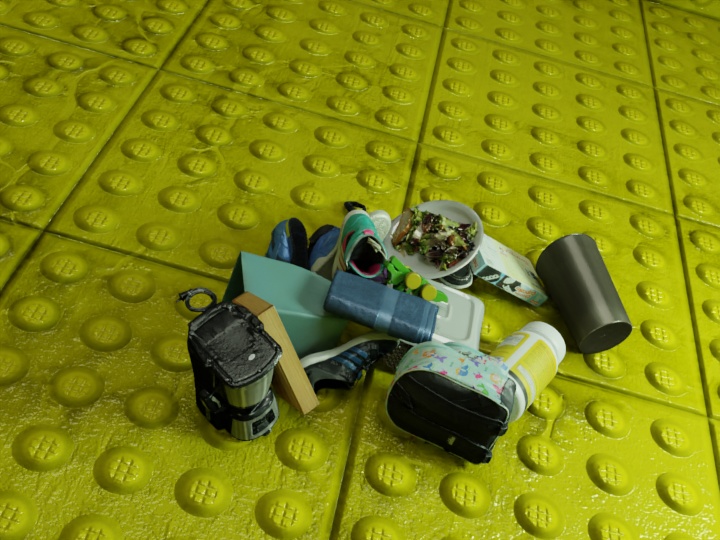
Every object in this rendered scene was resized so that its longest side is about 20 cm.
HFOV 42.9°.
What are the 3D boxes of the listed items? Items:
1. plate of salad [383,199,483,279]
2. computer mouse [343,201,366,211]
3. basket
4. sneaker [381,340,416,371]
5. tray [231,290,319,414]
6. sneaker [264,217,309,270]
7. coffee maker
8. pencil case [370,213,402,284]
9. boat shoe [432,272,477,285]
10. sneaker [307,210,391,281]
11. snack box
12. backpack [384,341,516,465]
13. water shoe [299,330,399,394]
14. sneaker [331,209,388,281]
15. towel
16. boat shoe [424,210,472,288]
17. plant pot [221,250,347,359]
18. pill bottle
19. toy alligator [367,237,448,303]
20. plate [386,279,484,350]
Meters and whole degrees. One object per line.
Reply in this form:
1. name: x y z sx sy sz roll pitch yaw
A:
1. plate of salad: 0.138 -0.068 1.772 0.199 0.048 0.200 -10 49 11
2. computer mouse: -0.008 -0.103 1.930 0.058 0.034 0.200 -2 23 -5
3. basket: 0.455 0.054 1.848 0.136 0.180 0.200 -23 54 6
4. sneaker: 0.127 0.156 1.700 0.199 0.071 0.076 12 24 -13
5. tray: -0.140 0.136 1.502 0.037 0.200 0.099 -33 28 -22
6. sneaker: -0.147 -0.007 1.793 0.066 0.078 0.201 31 44 -42
7. coffee maker: -0.206 0.151 1.466 0.134 0.200 0.192 -14 56 -15
8. pencil case: 0.063 -0.044 1.871 0.085 0.084 0.200 -4 29 36
9. boat shoe: 0.158 0.003 1.864 0.200 0.072 0.065 -16 34 -25
10. sneaker: -0.031 -0.069 1.804 0.077 0.200 0.111 31 24 -35
11. snack box: 0.293 -0.007 1.878 0.200 0.037 0.116 26 32 -35
12. backpack: 0.148 0.212 1.544 0.199 0.178 0.151 20 39 1
13. water shoe: -0.018 0.172 1.602 0.199 0.072 0.079 -20 60 -4
14. sneaker: 0.000 0.000 1.697 0.083 0.201 0.121 -1 24 -13
15. towel: 0.036 0.069 1.599 0.199 0.049 0.112 20 30 2
16. boat shoe: 0.170 -0.049 1.816 0.074 0.060 0.200 -8 46 -12
17. plant pot: -0.134 0.076 1.640 0.199 0.141 0.142 9 41 -21
18. pill bottle: 0.290 0.181 1.674 0.114 0.114 0.200 34 44 20
19. toy alligator: 0.073 0.017 1.648 0.200 0.054 0.059 36 3 -23
20. plate: 0.138 0.078 1.708 0.199 0.032 0.200 22 36 -3
